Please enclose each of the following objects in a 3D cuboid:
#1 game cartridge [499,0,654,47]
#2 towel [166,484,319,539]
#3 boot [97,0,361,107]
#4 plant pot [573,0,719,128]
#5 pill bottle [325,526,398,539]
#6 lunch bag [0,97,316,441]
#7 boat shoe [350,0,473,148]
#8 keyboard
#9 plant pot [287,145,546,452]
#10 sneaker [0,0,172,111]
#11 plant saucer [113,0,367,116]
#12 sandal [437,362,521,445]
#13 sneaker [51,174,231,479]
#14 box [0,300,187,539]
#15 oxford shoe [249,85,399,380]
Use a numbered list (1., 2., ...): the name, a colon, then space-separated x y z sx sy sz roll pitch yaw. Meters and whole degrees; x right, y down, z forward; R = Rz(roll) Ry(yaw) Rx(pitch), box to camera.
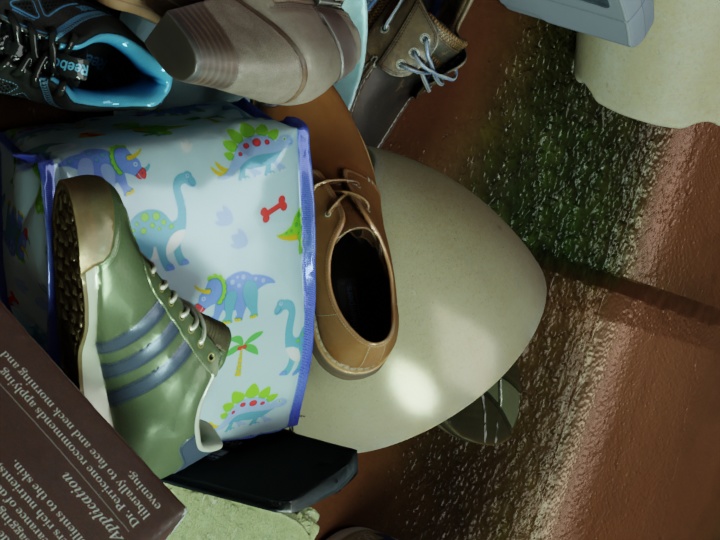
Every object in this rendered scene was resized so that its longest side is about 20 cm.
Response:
1. game cartridge: 0.123 -0.228 1.790 0.041 0.133 0.200 -58 141 -19
2. towel: -0.108 0.209 1.757 0.200 0.036 0.149 23 86 -54
3. boot: -0.086 -0.178 1.529 0.146 0.070 0.200 -14 73 -51
4. plant pot: 0.232 -0.211 1.914 0.200 0.200 0.184 -25 135 -45
5. pill bottle: 0.056 0.258 1.851 0.111 0.200 0.111 -25 123 -45
6. lunch bag: -0.119 0.011 1.546 0.170 0.127 0.201 -10 105 -23
7. boat shoe: 0.030 -0.154 1.752 0.072 0.072 0.200 28 82 -53
8. keyboard: -0.082 0.117 1.612 0.104 0.200 0.040 -30 121 -41
9. plant pot: 0.000 0.000 1.694 0.200 0.200 0.135 -50 124 -27
10. sneaker: -0.190 -0.131 1.459 0.200 0.082 0.073 7 104 -42
11. plant saucer: -0.082 -0.136 1.631 0.201 0.039 0.202 -17 116 -39
12. sandal: 0.037 0.072 1.879 0.200 0.055 0.082 12 89 -39
13. sneaker: -0.116 0.031 1.455 0.090 0.067 0.201 -11 124 -17
14. box: -0.234 0.153 1.415 0.200 0.166 0.164 -37 172 -37
15. oxford shoe: -0.013 -0.040 1.583 0.071 0.071 0.201 -14 79 -17
